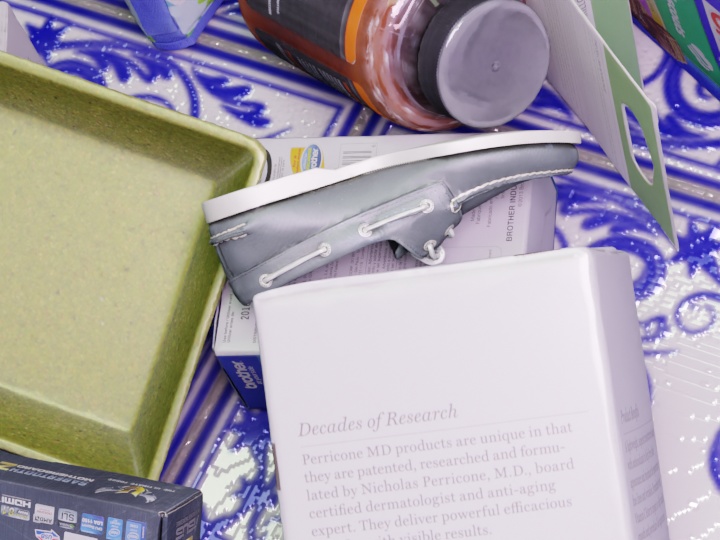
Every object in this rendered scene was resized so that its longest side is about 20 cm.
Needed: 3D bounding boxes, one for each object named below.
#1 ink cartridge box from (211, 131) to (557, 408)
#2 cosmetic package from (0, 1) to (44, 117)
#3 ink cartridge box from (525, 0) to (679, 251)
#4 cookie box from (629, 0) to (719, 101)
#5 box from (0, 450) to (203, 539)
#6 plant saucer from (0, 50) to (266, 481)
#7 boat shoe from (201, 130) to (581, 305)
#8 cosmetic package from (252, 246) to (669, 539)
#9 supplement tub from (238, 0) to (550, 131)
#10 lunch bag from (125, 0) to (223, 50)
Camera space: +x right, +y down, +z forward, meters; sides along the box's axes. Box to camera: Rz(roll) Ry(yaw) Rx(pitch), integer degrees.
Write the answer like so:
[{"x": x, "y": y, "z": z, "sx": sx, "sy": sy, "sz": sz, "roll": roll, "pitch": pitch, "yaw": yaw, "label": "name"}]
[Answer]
[{"x": 0.000, "y": 0.000, "z": 1.495, "sx": 0.199, "sy": 0.076, "sz": 0.137, "roll": 0, "pitch": 61, "yaw": 13, "label": "ink cartridge box"}, {"x": -0.282, "y": -0.079, "z": 1.601, "sx": 0.199, "sy": 0.108, "sz": 0.085, "roll": -7, "pitch": 60, "yaw": 10, "label": "cosmetic package"}, {"x": 0.127, "y": -0.126, "z": 1.490, "sx": 0.048, "sy": 0.146, "sz": 0.200, "roll": -32, "pitch": 58, "yaw": -8, "label": "ink cartridge box"}, {"x": 0.198, "y": -0.157, "z": 1.475, "sx": 0.075, "sy": 0.171, "sz": 0.200, "roll": -40, "pitch": 59, "yaw": -6, "label": "cookie box"}, {"x": -0.182, "y": 0.175, "z": 1.414, "sx": 0.199, "sy": 0.051, "sz": 0.158, "roll": 10, "pitch": 104, "yaw": 20, "label": "box"}, {"x": -0.169, "y": -0.004, "z": 1.492, "sx": 0.199, "sy": 0.048, "sz": 0.200, "roll": 19, "pitch": 91, "yaw": 7, "label": "plant saucer"}, {"x": 0.020, "y": -0.030, "z": 1.433, "sx": 0.199, "sy": 0.073, "sz": 0.062, "roll": -13, "pitch": 90, "yaw": -2, "label": "boat shoe"}, {"x": 0.056, "y": 0.097, "z": 1.332, "sx": 0.164, "sy": 0.165, "sz": 0.201, "roll": -8, "pitch": 88, "yaw": 11, "label": "cosmetic package"}, {"x": 0.020, "y": -0.139, "z": 1.515, "sx": 0.107, "sy": 0.107, "sz": 0.200, "roll": -42, "pitch": 36, "yaw": -10, "label": "supplement tub"}, {"x": -0.122, "y": -0.255, "z": 1.619, "sx": 0.127, "sy": 0.170, "sz": 0.201, "roll": -2, "pitch": 60, "yaw": 18, "label": "lunch bag"}]
